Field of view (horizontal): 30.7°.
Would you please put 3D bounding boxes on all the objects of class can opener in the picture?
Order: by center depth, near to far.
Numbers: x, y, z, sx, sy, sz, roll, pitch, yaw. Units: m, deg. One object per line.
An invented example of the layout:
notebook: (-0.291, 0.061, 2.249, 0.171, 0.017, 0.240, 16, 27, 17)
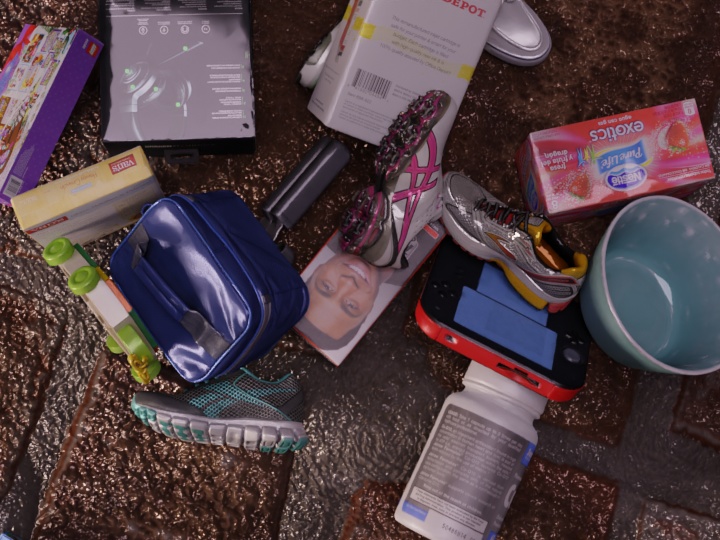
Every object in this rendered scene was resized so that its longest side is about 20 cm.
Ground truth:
can opener: (-0.078, -0.059, 1.495, 0.200, 0.053, 0.067, -50, 121, -8)

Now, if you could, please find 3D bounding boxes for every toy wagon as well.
toy wagon: (-0.259, 0.051, 1.380, 0.039, 0.200, 0.156, -38, 132, -13)

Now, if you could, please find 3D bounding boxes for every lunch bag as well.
lunch bag: (-0.170, 0.008, 1.399, 0.201, 0.132, 0.136, 50, 117, 13)

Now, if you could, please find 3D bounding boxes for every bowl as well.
bowl: (0.323, 0.029, 1.460, 0.198, 0.105, 0.204, 8, 69, -22)

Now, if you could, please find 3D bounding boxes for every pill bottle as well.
pill bottle: (0.126, 0.204, 1.439, 0.113, 0.114, 0.202, 26, 83, -1)

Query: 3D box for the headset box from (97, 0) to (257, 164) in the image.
headset box: (-0.203, -0.222, 1.473, 0.171, 0.093, 0.203, -3, 84, -5)

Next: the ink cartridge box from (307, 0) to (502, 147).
ink cartridge box: (0.048, -0.238, 1.450, 0.144, 0.083, 0.202, 19, 102, -22)

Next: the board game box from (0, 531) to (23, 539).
board game box: (-0.335, 0.399, 1.422, 0.198, 0.037, 0.153, 28, 83, 0)

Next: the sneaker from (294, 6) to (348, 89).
sneaker: (0.014, -0.268, 1.514, 0.088, 0.077, 0.200, 42, 88, -11)

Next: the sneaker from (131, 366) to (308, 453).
sneaker: (-0.153, 0.145, 1.456, 0.197, 0.078, 0.093, 9, 68, -7)

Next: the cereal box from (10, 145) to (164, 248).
cereal box: (-0.282, -0.071, 1.397, 0.142, 0.200, 0.040, -24, 84, -7)

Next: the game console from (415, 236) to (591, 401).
game console: (0.162, 0.050, 1.445, 0.198, 0.178, 0.031, 27, 127, -1)

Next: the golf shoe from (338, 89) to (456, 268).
golf shoe: (0.056, -0.097, 1.419, 0.091, 0.073, 0.202, 22, 104, -27)

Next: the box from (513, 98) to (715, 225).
box: (0.285, -0.119, 1.493, 0.197, 0.103, 0.096, -12, 82, -7)

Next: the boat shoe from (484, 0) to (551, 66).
boat shoe: (0.142, -0.315, 1.522, 0.199, 0.065, 0.074, 38, 82, 1)

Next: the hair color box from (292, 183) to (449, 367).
hair color box: (0.000, 0.000, 1.479, 0.101, 0.061, 0.201, 39, 83, 0)

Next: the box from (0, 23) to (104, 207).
box: (-0.368, -0.172, 1.439, 0.039, 0.136, 0.202, 30, 81, -40)

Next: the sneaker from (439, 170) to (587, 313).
sneaker: (0.170, -0.046, 1.452, 0.199, 0.082, 0.078, 38, 50, 1)
